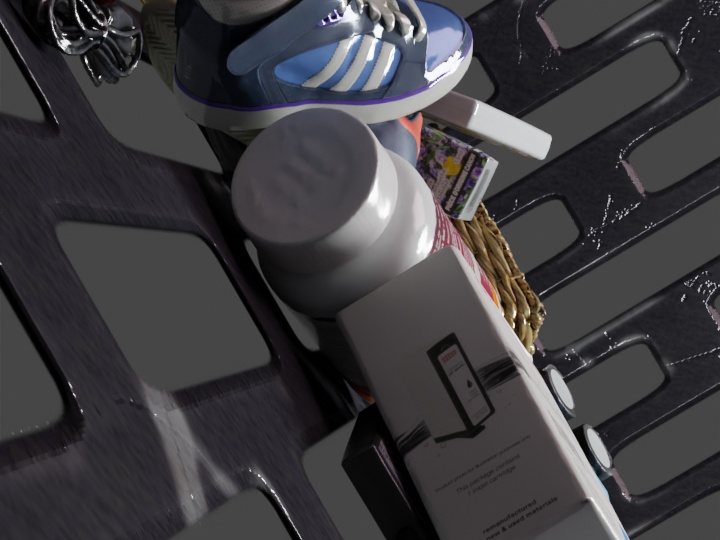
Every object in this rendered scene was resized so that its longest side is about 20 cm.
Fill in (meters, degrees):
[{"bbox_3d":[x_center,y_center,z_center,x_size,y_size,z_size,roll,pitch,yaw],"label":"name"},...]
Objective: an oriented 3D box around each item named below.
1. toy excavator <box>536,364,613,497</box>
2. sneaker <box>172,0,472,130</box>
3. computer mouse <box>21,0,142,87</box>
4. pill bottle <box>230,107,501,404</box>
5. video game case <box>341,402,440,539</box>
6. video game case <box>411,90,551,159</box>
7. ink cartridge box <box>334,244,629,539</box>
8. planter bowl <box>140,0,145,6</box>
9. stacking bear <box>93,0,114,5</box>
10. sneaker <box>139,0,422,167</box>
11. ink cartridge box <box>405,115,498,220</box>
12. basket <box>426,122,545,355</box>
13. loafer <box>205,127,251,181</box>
[{"bbox_3d":[0.150,0.205,1.850,0.195,0.100,0.200,55,19,-23],"label":"toy excavator"},{"bbox_3d":[-0.010,-0.159,1.330,0.081,0.199,0.147,57,-33,36],"label":"sneaker"},{"bbox_3d":[-0.161,-0.190,1.137,0.201,0.053,0.138,60,5,8],"label":"computer mouse"},{"bbox_3d":[0.004,-0.005,1.384,0.110,0.109,0.200,63,5,37],"label":"pill bottle"},{"bbox_3d":[0.049,0.164,1.318,0.181,0.025,0.200,59,4,-2],"label":"video game case"},{"bbox_3d":[0.027,-0.127,1.658,0.181,0.023,0.200,22,4,19],"label":"video game case"},{"bbox_3d":[0.077,0.107,1.297,0.146,0.084,0.200,54,6,-46],"label":"ink cartridge box"},{"bbox_3d":[-0.139,-0.258,1.615,0.201,0.083,0.200,59,5,-9],"label":"planter bowl"},{"bbox_3d":[-0.152,-0.246,1.307,0.114,0.121,0.201,28,40,-66],"label":"stacking bear"},{"bbox_3d":[-0.044,-0.119,1.441,0.200,0.075,0.085,39,53,-19],"label":"sneaker"},{"bbox_3d":[-0.007,-0.097,1.598,0.199,0.051,0.109,27,4,6],"label":"ink cartridge box"},{"bbox_3d":[0.016,0.016,1.680,0.201,0.148,0.143,62,-27,31],"label":"basket"},{"bbox_3d":[-0.068,-0.132,1.513,0.068,0.070,0.201,57,19,-51],"label":"loafer"}]
